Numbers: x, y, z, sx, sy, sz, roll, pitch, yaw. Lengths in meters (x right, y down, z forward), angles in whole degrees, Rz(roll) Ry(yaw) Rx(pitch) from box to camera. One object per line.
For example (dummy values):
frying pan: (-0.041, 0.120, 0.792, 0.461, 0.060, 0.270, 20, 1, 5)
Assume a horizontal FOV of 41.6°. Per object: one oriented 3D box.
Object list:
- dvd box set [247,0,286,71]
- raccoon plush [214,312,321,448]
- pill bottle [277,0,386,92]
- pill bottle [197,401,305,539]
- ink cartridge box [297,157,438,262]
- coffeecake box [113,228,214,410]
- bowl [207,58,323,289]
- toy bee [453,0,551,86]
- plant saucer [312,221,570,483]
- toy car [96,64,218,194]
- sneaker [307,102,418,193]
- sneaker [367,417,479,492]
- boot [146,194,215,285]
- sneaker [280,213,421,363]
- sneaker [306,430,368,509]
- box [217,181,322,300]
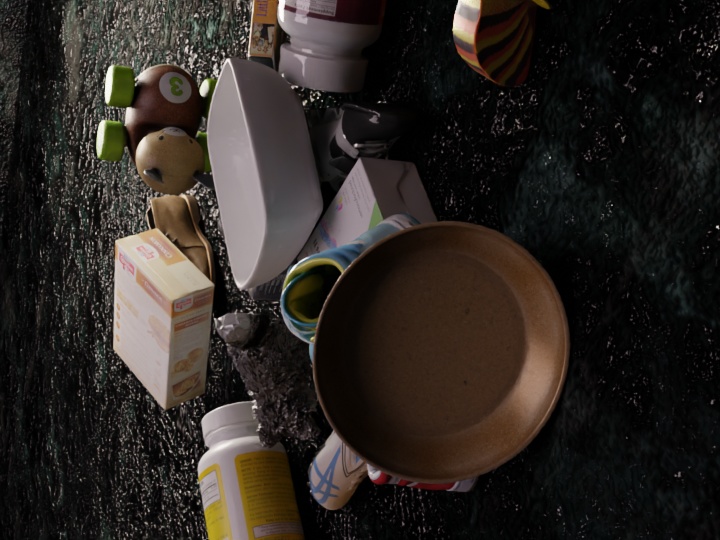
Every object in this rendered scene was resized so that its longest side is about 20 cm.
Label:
dvd box set: (-0.099, -0.275, 1.051, 0.147, 0.029, 0.203, 94, 178, -65)
raccoon plush: (-0.111, 0.125, 1.032, 0.095, 0.199, 0.137, -11, 79, 25)
pill bottle: (-0.025, -0.287, 0.937, 0.109, 0.108, 0.204, 40, 127, 53)
pill bottle: (-0.132, 0.264, 1.117, 0.111, 0.110, 0.203, -47, 50, 49)
ink cartridge box: (0.000, 0.000, 0.933, 0.201, 0.066, 0.119, -55, 45, 44)
coffeecake box: (-0.286, 0.069, 1.361, 0.153, 0.072, 0.203, 40, 134, 33)
bowl: (-0.099, -0.096, 0.977, 0.200, 0.073, 0.203, 133, 127, -65)
toy bee: (0.100, -0.248, 0.725, 0.130, 0.107, 0.204, 13, 101, 61)
plant saucer: (0.060, 0.060, 0.724, 0.035, 0.196, 0.204, -118, 34, -77)
toy car: (-0.252, -0.168, 1.265, 0.201, 0.162, 0.160, 58, 137, 50)
sneaker: (0.001, -0.120, 0.935, 0.200, 0.073, 0.090, -169, 81, -70)
sneaker: (0.054, 0.089, 0.788, 0.071, 0.110, 0.204, -145, 61, -68)
boot: (-0.264, -0.030, 1.391, 0.074, 0.074, 0.202, -58, 44, 37)
sneaker: (-0.030, 0.038, 0.808, 0.080, 0.129, 0.201, 49, 137, 19)
sneaker: (-0.001, 0.179, 0.940, 0.072, 0.072, 0.202, 35, 133, 20)
box: (-0.113, -0.093, 1.153, 0.162, 0.048, 0.202, 58, 137, 46)
